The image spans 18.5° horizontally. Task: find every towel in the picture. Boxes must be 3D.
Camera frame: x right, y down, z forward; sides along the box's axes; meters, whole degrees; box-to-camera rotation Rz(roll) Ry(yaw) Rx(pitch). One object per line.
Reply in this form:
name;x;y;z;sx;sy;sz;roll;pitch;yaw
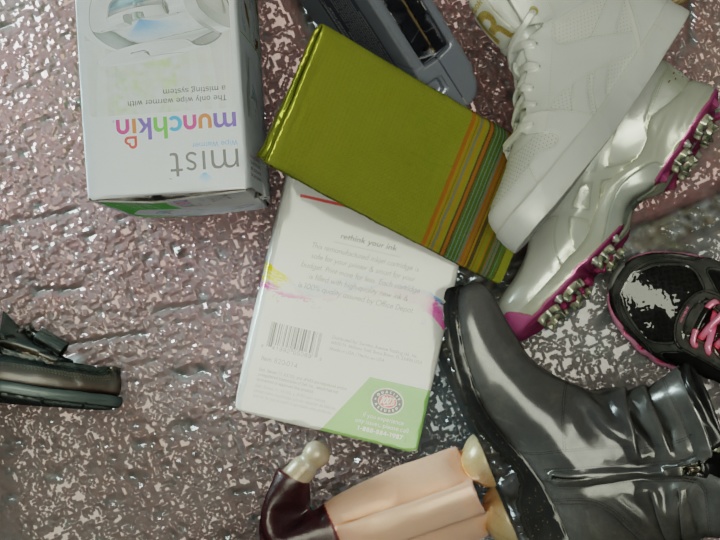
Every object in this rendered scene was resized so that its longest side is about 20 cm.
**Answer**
towel;0.029;-0.065;1.281;0.200;0.018;0.086;26;84;-40

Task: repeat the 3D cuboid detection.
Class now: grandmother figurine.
grandmother figurine;-0.014;0.160;1.317;0.199;0.061;0.122;-23;95;-1

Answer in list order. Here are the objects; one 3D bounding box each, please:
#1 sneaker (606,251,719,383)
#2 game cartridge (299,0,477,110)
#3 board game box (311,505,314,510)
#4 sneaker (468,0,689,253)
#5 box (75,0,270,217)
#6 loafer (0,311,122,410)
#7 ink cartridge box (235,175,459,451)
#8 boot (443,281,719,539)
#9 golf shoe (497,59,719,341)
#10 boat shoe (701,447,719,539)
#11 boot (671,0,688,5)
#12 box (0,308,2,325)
sneaker;0.243;0.049;1.351;0.200;0.095;0.079;29;90;2
game cartridge;-0.015;-0.185;1.312;0.041;0.133;0.200;-43;120;-14
board game box;-0.029;0.270;1.367;0.151;0.047;0.200;-37;89;-1
sneaker;0.099;-0.110;1.299;0.115;0.074;0.200;35;60;-2
box;-0.106;-0.123;1.301;0.096;0.200;0.177;-3;90;0
loafer;-0.243;0.047;1.363;0.199;0.072;0.063;6;83;2
ink cartridge box;0.000;0.000;1.363;0.117;0.067;0.201;13;89;-1
boot;0.140;0.079;1.304;0.131;0.070;0.200;-25;94;21
golf shoe;0.136;-0.049;1.371;0.091;0.075;0.200;37;84;13
boat shoe;0.170;0.180;1.365;0.074;0.062;0.201;18;100;-3
boot;0.113;-0.230;1.372;0.175;0.066;0.200;-30;90;-1
box;-0.280;0.113;1.301;0.095;0.100;0.201;16;122;1
